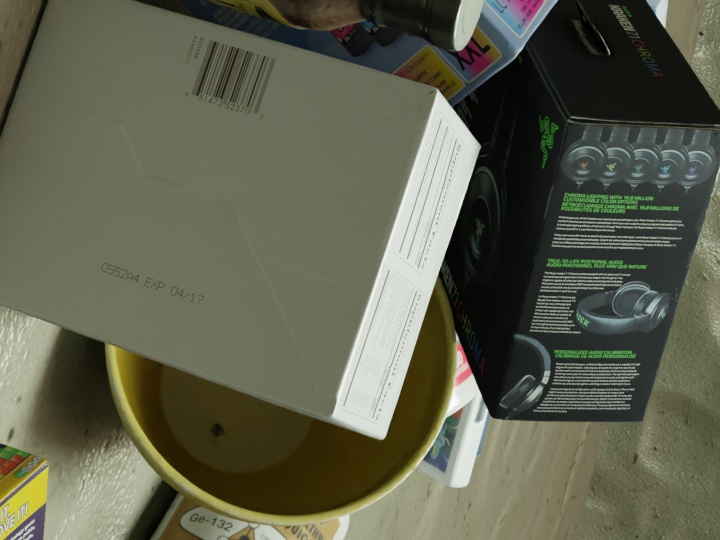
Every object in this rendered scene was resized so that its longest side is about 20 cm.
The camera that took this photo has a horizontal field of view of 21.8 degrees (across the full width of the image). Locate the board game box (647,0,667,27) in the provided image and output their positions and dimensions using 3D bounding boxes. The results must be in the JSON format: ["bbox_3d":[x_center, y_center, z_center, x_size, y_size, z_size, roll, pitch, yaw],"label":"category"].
[{"bbox_3d":[0.131,-0.170,1.430,0.200,0.198,0.044,85,28,-53],"label":"board game box"}]

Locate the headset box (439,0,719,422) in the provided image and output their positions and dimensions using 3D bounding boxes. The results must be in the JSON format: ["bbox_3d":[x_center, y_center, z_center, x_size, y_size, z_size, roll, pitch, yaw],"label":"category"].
[{"bbox_3d":[0.112,-0.050,1.019,0.175,0.092,0.202,-108,-156,-52],"label":"headset box"}]

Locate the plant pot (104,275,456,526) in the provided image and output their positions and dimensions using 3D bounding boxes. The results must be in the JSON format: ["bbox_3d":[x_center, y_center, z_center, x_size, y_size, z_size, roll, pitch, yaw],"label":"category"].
[{"bbox_3d":[-0.059,0.058,1.087,0.202,0.198,0.142,-66,-173,-22],"label":"plant pot"}]

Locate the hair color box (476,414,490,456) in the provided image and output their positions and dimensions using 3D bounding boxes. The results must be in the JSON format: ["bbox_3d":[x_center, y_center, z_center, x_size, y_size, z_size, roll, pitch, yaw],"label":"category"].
[{"bbox_3d":[0.061,0.024,1.368,0.060,0.100,0.202,11,95,-41],"label":"hair color box"}]

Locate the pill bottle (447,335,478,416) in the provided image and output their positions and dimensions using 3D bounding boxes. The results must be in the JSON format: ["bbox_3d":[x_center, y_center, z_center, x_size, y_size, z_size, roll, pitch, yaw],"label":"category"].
[{"bbox_3d":[0.000,0.000,1.214,0.111,0.110,0.202,-43,117,-61],"label":"pill bottle"}]

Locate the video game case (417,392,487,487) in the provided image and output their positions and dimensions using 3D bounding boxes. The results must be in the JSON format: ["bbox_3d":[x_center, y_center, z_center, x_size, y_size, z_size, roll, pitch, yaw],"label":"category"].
[{"bbox_3d":[0.031,0.032,1.331,0.023,0.199,0.184,6,104,-41],"label":"video game case"}]

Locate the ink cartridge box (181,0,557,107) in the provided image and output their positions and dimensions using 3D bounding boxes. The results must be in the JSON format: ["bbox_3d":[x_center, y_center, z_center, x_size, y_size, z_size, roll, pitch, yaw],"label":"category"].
[{"bbox_3d":[-0.018,-0.163,0.945,0.136,0.200,0.076,-36,-170,38],"label":"ink cartridge box"}]

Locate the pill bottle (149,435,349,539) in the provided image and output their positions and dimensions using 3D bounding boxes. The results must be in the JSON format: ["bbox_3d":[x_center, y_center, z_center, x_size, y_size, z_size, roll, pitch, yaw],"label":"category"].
[{"bbox_3d":[-0.071,0.173,1.246,0.115,0.113,0.201,90,23,-47],"label":"pill bottle"}]

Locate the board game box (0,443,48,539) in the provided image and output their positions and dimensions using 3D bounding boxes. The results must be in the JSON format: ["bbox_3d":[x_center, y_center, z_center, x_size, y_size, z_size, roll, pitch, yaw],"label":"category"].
[{"bbox_3d":[-0.220,0.192,0.858,0.200,0.056,0.167,-44,145,-60],"label":"board game box"}]

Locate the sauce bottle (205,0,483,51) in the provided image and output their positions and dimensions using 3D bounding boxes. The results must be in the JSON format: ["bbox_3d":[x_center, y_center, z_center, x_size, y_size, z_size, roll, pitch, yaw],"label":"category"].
[{"bbox_3d":[-0.040,-0.147,0.859,0.065,0.198,0.065,20,90,-73],"label":"sauce bottle"}]

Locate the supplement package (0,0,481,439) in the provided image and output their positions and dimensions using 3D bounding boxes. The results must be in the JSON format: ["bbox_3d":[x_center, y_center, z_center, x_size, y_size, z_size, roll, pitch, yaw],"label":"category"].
[{"bbox_3d":[-0.065,-0.028,0.894,0.111,0.198,0.157,36,72,-73],"label":"supplement package"}]
